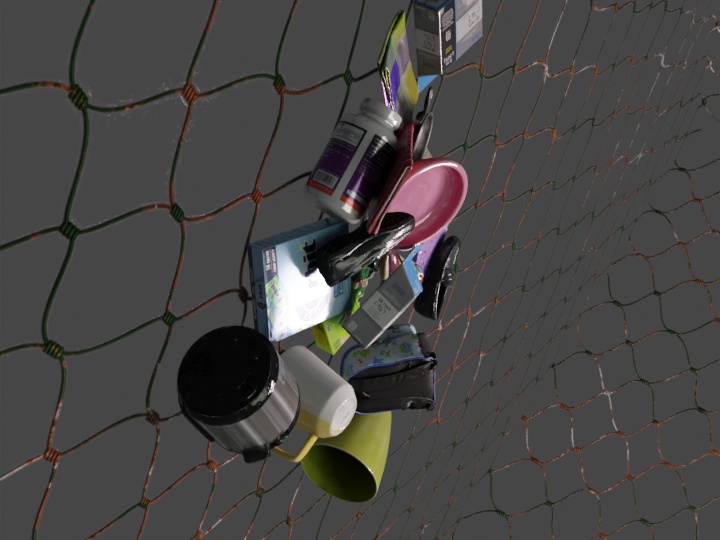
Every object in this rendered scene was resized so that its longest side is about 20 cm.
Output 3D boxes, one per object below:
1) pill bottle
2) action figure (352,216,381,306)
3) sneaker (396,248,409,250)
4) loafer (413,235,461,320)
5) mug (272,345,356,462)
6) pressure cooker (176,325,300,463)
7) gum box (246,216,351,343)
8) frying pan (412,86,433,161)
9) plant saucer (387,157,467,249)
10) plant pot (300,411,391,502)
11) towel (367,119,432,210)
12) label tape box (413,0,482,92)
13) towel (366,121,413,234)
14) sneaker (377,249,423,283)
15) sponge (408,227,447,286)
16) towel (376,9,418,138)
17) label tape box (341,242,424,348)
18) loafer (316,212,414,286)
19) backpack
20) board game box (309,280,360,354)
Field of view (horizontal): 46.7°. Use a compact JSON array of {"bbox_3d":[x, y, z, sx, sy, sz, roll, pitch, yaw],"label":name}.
[{"bbox_3d":[-0.009,-0.187,1.419,0.201,0.112,0.112,-61,153,-4],"label":"pill bottle"},{"bbox_3d":[0.000,0.000,1.668,0.118,0.054,0.201,-35,145,-48],"label":"action figure"},{"bbox_3d":[0.131,-0.141,1.739,0.200,0.080,0.116,-47,151,-26],"label":"sneaker"},{"bbox_3d":[0.191,0.018,1.930,0.068,0.070,0.202,4,111,-62],"label":"loafer"},{"bbox_3d":[-0.095,0.261,1.614,0.149,0.153,0.188,-20,131,-54],"label":"mug"},{"bbox_3d":[-0.191,0.208,1.374,0.176,0.178,0.200,-56,151,-20],"label":"pressure cooker"},{"bbox_3d":[-0.100,0.014,1.439,0.199,0.044,0.171,-21,118,-41],"label":"gum box"},{"bbox_3d":[0.103,-0.248,1.513,0.190,0.031,0.116,56,55,-75],"label":"frying pan"},{"bbox_3d":[0.108,-0.131,1.557,0.200,0.051,0.201,-25,142,-22],"label":"plant saucer"},{"bbox_3d":[-0.010,0.379,1.870,0.200,0.186,0.188,-57,156,-43],"label":"plant pot"},{"bbox_3d":[0.067,-0.181,1.602,0.193,0.034,0.200,-50,132,-20],"label":"towel"},{"bbox_3d":[0.166,-0.440,1.559,0.144,0.063,0.201,-47,148,-28],"label":"label tape box"},{"bbox_3d":[0.054,-0.162,1.429,0.145,0.022,0.200,-60,-168,28],"label":"towel"},{"bbox_3d":[0.086,-0.005,1.751,0.089,0.075,0.200,-15,150,-2],"label":"sneaker"},{"bbox_3d":[0.147,-0.033,1.918,0.111,0.030,0.201,-26,136,-48],"label":"sponge"},{"bbox_3d":[0.070,-0.338,1.476,0.201,0.023,0.144,72,31,-53],"label":"towel"},{"bbox_3d":[0.065,0.045,1.546,0.200,0.063,0.144,-47,176,10],"label":"label tape box"},{"bbox_3d":[0.012,-0.040,1.443,0.200,0.068,0.071,-30,124,-25],"label":"loafer"},{"bbox_3d":[0.055,0.221,1.828,0.198,0.147,0.184,-10,131,-8],"label":"backpack"},{"bbox_3d":[-0.059,0.058,1.597,0.102,0.047,0.201,-48,144,-27],"label":"board game box"}]
